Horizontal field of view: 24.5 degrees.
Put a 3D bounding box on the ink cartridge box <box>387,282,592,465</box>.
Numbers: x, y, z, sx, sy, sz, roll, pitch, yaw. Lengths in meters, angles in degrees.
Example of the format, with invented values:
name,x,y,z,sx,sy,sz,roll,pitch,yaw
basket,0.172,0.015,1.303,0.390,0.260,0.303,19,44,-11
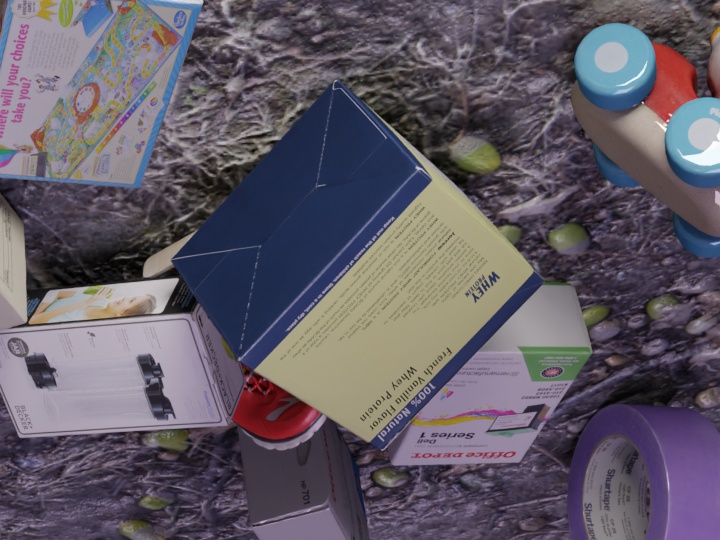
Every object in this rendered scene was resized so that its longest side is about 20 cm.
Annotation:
name,x,y,z,sx,sy,sz,roll,pitch,yaw
ink cartridge box,0.114,0.101,1.586,0.143,0.085,0.201,1,143,-19

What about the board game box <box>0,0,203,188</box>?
name,x,y,z,sx,sy,sz,roll,pitch,yaw
board game box,-0.203,-0.141,1.201,0.133,0.034,0.201,4,142,-22

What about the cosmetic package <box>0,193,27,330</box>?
name,x,y,z,sx,sy,sz,roll,pitch,yaw
cosmetic package,-0.322,-0.042,1.240,0.070,0.106,0.201,-16,143,7

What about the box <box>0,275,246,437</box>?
name,x,y,z,sx,sy,sz,roll,pitch,yaw
box,-0.206,0.073,1.391,0.198,0.060,0.118,-6,122,18

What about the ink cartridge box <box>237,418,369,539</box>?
name,x,y,z,sx,sy,sz,roll,pitch,yaw
ink cartridge box,-0.052,0.222,1.646,0.085,0.148,0.201,-15,144,8

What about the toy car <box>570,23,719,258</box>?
name,x,y,z,sx,sy,sz,roll,pitch,yaw
toy car,0.284,-0.145,1.282,0.200,0.177,0.184,-44,157,-5

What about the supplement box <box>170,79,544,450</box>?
name,x,y,z,sx,sy,sz,roll,pitch,yaw
supplement box,0.000,0.000,1.318,0.200,0.134,0.199,-46,137,7

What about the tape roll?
name,x,y,z,sx,sy,sz,roll,pitch,yaw
tape roll,0.301,0.242,1.737,0.084,0.202,0.201,4,142,-24

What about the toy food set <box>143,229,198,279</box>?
name,x,y,z,sx,sy,sz,roll,pitch,yaw
toy food set,-0.071,0.012,1.427,0.143,0.061,0.200,-28,142,21

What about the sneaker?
name,x,y,z,sx,sy,sz,roll,pitch,yaw
sneaker,-0.109,0.098,1.453,0.199,0.078,0.085,12,157,40
